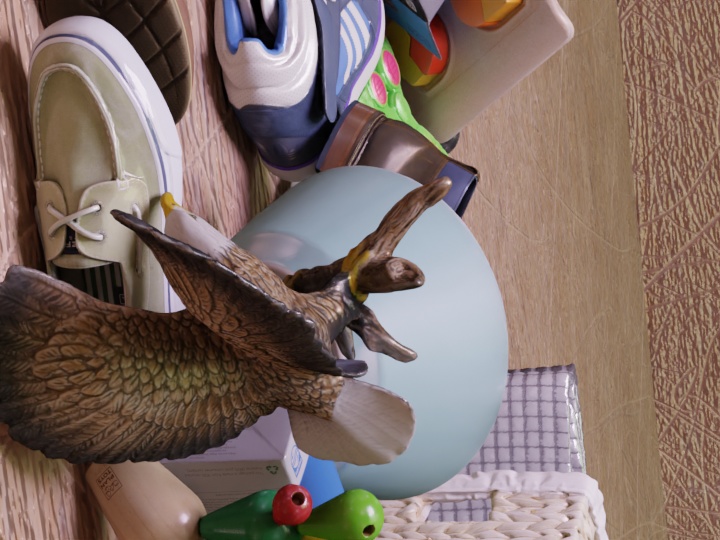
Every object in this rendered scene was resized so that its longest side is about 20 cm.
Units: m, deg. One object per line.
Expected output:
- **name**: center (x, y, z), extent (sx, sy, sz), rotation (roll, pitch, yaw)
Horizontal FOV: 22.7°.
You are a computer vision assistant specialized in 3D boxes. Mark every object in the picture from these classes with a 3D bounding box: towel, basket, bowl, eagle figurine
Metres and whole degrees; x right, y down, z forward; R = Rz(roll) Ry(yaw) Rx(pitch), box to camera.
- **towel**: center (0.103, 0.181, 1.440), extent (0.086, 0.163, 0.203), rotation (-14, 100, -79)
- **basket**: center (0.076, 0.264, 1.264), extent (0.161, 0.196, 0.202), rotation (-69, 150, -52)
- **bowl**: center (-0.025, 0.044, 1.030), extent (0.105, 0.199, 0.203), rotation (-12, 97, -54)
- **eagle figurine**: center (-0.063, 0.025, 0.826), extent (0.199, 0.150, 0.153), rotation (-20, 127, -54)

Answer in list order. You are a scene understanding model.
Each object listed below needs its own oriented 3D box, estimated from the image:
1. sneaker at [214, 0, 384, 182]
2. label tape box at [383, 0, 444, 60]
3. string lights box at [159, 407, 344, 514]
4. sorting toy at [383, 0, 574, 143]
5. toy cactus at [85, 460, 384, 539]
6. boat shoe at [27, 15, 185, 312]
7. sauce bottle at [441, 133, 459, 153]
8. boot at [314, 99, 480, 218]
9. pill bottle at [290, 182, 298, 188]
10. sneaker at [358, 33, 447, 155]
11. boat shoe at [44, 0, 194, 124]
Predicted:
- **sneaker**: center (-0.040, -0.175, 1.176), extent (0.147, 0.080, 0.202), rotation (70, 27, -53)
- **label tape box**: center (0.010, -0.262, 1.256), extent (0.144, 0.063, 0.200), rotation (46, -7, 36)
- **string lights box**: center (-0.057, 0.154, 0.993), extent (0.059, 0.102, 0.201), rotation (-75, 155, -46)
- **sorting toy**: center (0.054, -0.216, 1.305), extent (0.036, 0.185, 0.202), rotation (-16, 77, -38)
- **toy cactus**: center (-0.081, 0.159, 0.882), extent (0.165, 0.200, 0.102), rotation (48, 30, 14)
- **boat shoe**: center (-0.123, -0.021, 0.872), extent (0.062, 0.071, 0.202), rotation (-54, 138, -58)
- **sauce bottle**: center (0.039, -0.140, 1.478), extent (0.200, 0.064, 0.066), rotation (36, 52, -71)
- **boot**: center (0.000, 0.000, 1.144), extent (0.075, 0.096, 0.202), rotation (26, 85, -78)
- **pill bottle**: center (0.021, 0.004, 1.284), extent (0.201, 0.115, 0.117), rotation (70, 22, -43)
- **sneaker**: center (-0.002, -0.110, 1.323), extent (0.077, 0.083, 0.201), rotation (-48, 118, -44)
- **boat shoe**: center (-0.125, -0.165, 0.898), extent (0.068, 0.071, 0.202), rotation (-71, 149, -50)
